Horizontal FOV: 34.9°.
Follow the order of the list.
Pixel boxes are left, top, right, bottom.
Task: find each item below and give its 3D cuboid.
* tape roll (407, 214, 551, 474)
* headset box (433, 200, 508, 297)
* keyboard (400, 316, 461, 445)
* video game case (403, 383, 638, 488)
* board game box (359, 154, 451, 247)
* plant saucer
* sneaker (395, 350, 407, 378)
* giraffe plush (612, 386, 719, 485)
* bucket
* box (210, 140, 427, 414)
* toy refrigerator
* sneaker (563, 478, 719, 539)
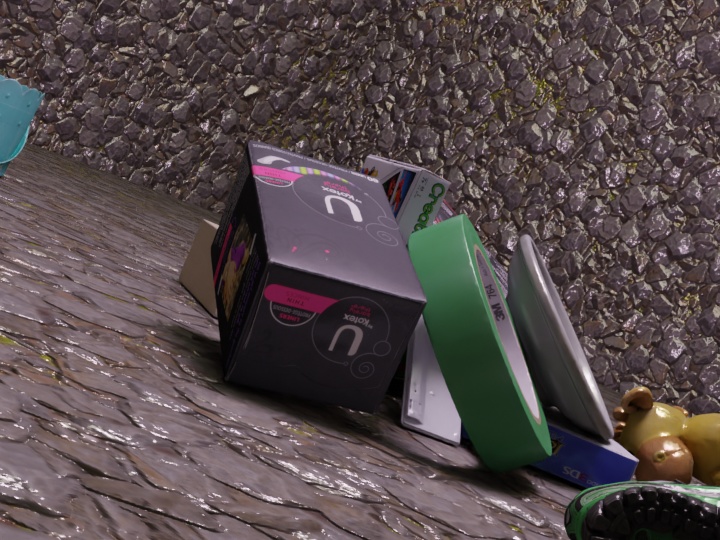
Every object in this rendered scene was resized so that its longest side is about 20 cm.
[{"bbox_3d":[0.095,0.057,0.903,0.048,0.201,0.200,-20,-7,11],"label":"tape roll"},{"bbox_3d":[0.078,0.002,1.142,0.149,0.075,0.200,49,15,-1],"label":"headset box"},{"bbox_3d":[0.067,0.055,0.996,0.056,0.201,0.011,26,-41,-23],"label":"keyboard"},{"bbox_3d":[0.143,0.141,1.084,0.199,0.046,0.181,23,4,-2],"label":"video game case"},{"bbox_3d":[0.000,0.000,1.009,0.035,0.201,0.126,24,2,-24],"label":"board game box"},{"bbox_3d":[0.171,0.067,1.051,0.200,0.050,0.201,-23,90,-79],"label":"plant saucer"},{"bbox_3d":[0.083,0.094,1.232,0.199,0.077,0.084,24,6,-14],"label":"sneaker"},{"bbox_3d":[0.335,0.175,1.139,0.161,0.173,0.200,2,12,3],"label":"giraffe plush"},{"bbox_3d":[-0.561,-0.227,1.611,0.206,0.135,0.207,22,2,-1],"label":"bucket"},{"bbox_3d":[-0.040,0.000,0.876,0.122,0.106,0.200,14,27,-19],"label":"box"},{"bbox_3d":[-0.130,0.005,1.207,0.070,0.076,0.200,22,2,-22],"label":"toy refrigerator"},{"bbox_3d":[0.224,0.163,0.724,0.199,0.078,0.085,12,0,-11],"label":"sneaker"}]
